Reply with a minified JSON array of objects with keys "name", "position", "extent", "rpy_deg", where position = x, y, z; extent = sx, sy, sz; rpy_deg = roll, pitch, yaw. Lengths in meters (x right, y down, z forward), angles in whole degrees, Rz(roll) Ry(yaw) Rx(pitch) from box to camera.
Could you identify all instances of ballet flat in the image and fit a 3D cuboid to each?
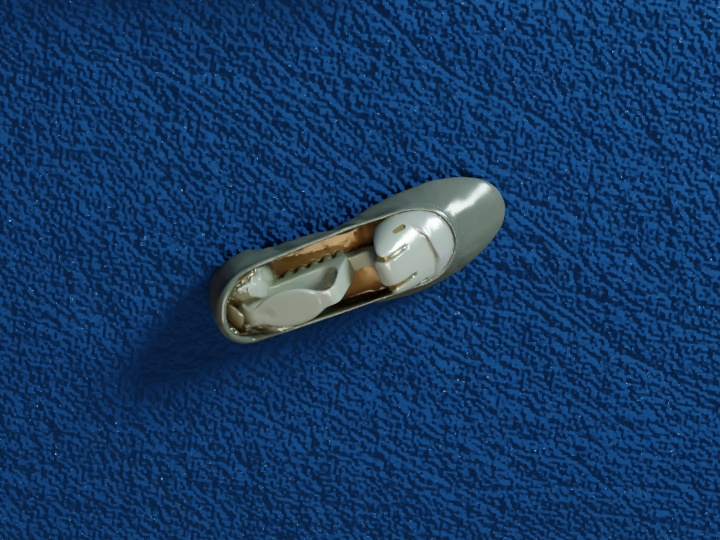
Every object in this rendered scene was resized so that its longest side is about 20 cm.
[{"name":"ballet flat","position":[0.000,0.000,1.421],"extent":[0.198,0.064,0.068],"rpy_deg":[-19,112,5]}]
